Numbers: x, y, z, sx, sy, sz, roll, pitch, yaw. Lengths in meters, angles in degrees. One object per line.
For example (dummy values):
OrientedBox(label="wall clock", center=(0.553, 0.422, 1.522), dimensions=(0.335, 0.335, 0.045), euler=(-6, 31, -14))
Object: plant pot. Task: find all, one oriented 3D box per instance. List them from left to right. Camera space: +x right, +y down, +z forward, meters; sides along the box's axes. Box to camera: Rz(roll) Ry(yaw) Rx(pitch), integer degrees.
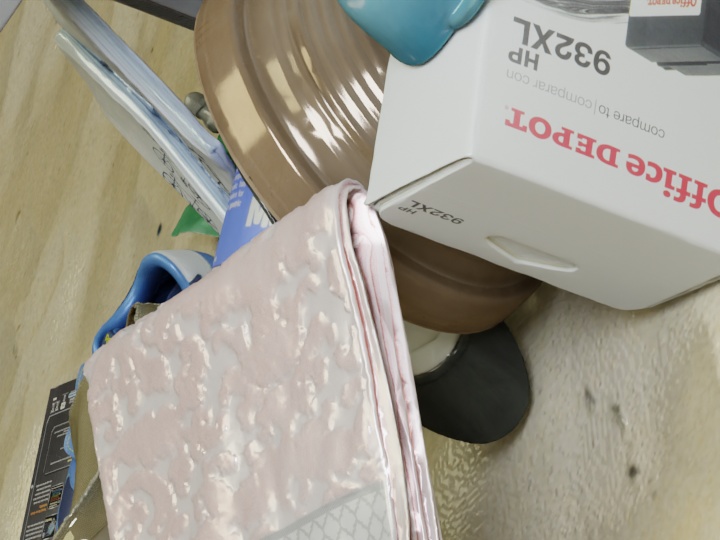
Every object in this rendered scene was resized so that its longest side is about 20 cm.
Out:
OrientedBox(label="plant pot", center=(0.030, -0.079, 1.212), dimensions=(0.093, 0.201, 0.201), euler=(-40, 36, 29))

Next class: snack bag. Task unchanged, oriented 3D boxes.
OrientedBox(label="snack bag", center=(-0.111, -0.078, 1.471), dimensions=(0.021, 0.200, 0.189), euler=(-41, 66, -6))

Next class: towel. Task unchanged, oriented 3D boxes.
OrientedBox(label="towel", center=(-0.046, 0.086, 1.136), dimensions=(0.200, 0.032, 0.192), euler=(-32, 60, 43))

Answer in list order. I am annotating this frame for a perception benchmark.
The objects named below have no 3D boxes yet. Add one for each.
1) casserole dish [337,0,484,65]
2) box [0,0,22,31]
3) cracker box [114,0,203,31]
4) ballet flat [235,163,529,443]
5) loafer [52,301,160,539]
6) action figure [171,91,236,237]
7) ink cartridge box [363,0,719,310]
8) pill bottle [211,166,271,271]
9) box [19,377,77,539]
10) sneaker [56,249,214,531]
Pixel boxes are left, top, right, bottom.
OrientedBox(label="casserole dish", center=(0.015, -0.169, 1.121), dimensions=(0.121, 0.039, 0.200), euler=(-60, 29, 23))
OrientedBox(label="box", center=(-0.167, -0.197, 1.328), dimensions=(0.200, 0.041, 0.156), euler=(-42, 32, 52))
OrientedBox(label="cracker box", center=(-0.069, -0.198, 1.502), dimensions=(0.058, 0.199, 0.134), euler=(9, 81, 69))
OrientedBox(label="ballet flat", center=(0.000, 0.000, 1.249), dimensions=(0.068, 0.068, 0.200), euler=(-43, 65, 5))
OrientedBox(label="loafer", center=(-0.123, 0.091, 1.393), dimensions=(0.200, 0.067, 0.076), euler=(-63, -5, -49))
OrientedBox(label="action figure", center=(-0.060, -0.064, 1.581), dimensions=(0.200, 0.055, 0.119), euler=(20, 89, 63))
OrientedBox(label="ink cartridge box", center=(0.095, -0.103, 1.129), dimensions=(0.084, 0.145, 0.201), euler=(-25, 50, 56))
OrientedBox(label="pill bottle", center=(-0.009, -0.037, 1.362), dimensions=(0.112, 0.112, 0.201), euler=(-11, 64, 64))
OrientedBox(label="box", center=(-0.147, 0.136, 1.631), dimensions=(0.200, 0.048, 0.159), euler=(-24, 53, 60))
OrientedBox(label="sneaker", center=(-0.127, 0.077, 1.504), dimensions=(0.074, 0.082, 0.201), euler=(17, 81, 33))
